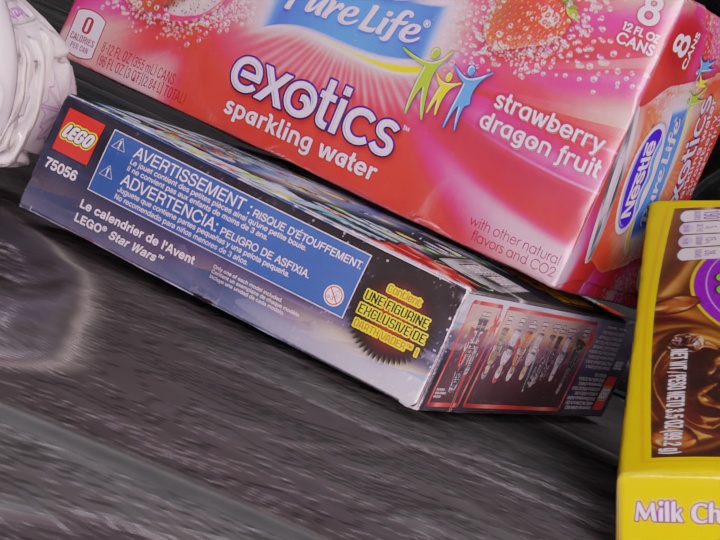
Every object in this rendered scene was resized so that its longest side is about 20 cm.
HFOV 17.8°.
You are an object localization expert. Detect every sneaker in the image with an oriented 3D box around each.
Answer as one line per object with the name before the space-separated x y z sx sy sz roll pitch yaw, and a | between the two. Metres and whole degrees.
sneaker | -0.116 -0.065 0.660 0.100 0.075 0.200 20 6 -24

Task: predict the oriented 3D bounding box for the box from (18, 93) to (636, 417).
box | 0.000 0.000 0.724 0.137 0.040 0.200 27 5 20

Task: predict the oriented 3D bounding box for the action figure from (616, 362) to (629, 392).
action figure | 0.219 0.034 0.931 0.193 0.105 0.200 33 51 16

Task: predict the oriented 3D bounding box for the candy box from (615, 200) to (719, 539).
candy box | 0.125 0.023 0.621 0.102 0.026 0.200 2 21 8

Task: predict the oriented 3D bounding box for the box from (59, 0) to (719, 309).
box | 0.014 -0.073 0.759 0.200 0.100 0.095 27 5 23
